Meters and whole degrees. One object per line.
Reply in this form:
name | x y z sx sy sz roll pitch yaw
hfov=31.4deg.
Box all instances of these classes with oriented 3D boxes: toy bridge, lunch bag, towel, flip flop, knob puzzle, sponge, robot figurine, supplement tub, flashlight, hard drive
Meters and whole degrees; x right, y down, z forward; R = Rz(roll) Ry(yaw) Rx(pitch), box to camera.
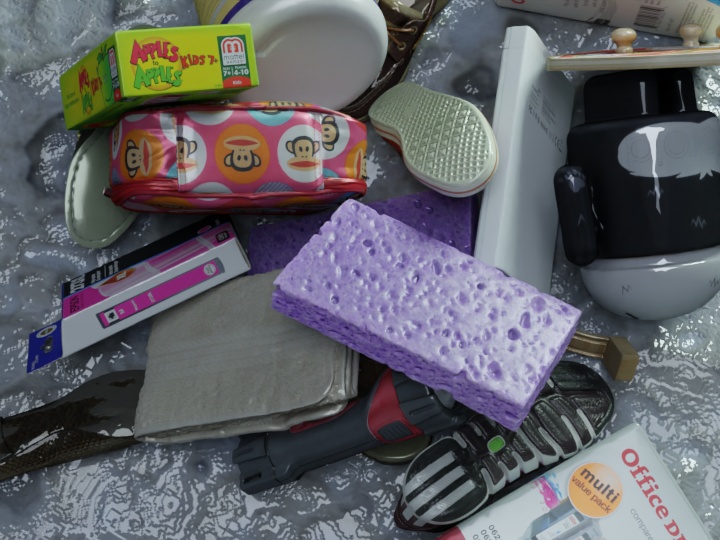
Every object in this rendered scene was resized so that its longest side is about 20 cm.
toy bridge | 0.121 0.061 1.042 0.199 0.067 0.027 2 118 -13
lunch bag | -0.105 -0.087 1.039 0.200 0.176 0.082 -1 89 -17
towel | -0.088 0.063 1.010 0.200 0.034 0.133 -11 57 27
flip flop | 0.010 0.062 1.054 0.081 0.058 0.200 -9 75 0
knob puzzle | 0.241 -0.181 1.024 0.219 0.220 0.031 -3 102 2
sponge | 0.000 0.000 1.042 0.200 0.030 0.112 -10 60 20
robot figurine | 0.230 -0.060 1.029 0.150 0.125 0.201 -6 95 6
supplement tub | -0.070 -0.239 1.073 0.145 0.146 0.200 -18 57 -2
sponge | 0.048 0.027 0.931 0.200 0.030 0.112 26 48 14
flashlight | -0.010 0.115 0.996 0.200 0.068 0.068 -23 80 33
hard drive | 0.137 -0.080 1.049 0.027 0.132 0.200 2 74 26

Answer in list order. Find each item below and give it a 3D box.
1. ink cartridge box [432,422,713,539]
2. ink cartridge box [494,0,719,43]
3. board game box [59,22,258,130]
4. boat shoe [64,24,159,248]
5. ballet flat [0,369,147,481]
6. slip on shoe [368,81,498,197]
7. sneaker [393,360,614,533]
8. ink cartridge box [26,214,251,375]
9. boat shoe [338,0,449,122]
ink cartridge box | 0.154 0.229 0.960 0.200 0.145 0.145 -30 76 -6
ink cartridge box | 0.221 -0.274 1.086 0.200 0.146 0.085 12 77 5
board game box | -0.161 -0.147 0.991 0.101 0.200 0.048 -8 92 -24
boat shoe | -0.210 -0.112 1.111 0.072 0.061 0.202 21 77 -21
ballet flat | -0.237 0.134 1.059 0.200 0.046 0.067 -18 54 -8
slip on shoe | 0.065 -0.101 1.037 0.074 0.200 0.061 -40 117 -1
sneaker | 0.102 0.144 1.012 0.200 0.116 0.076 -25 73 -26
ink cartridge box | -0.190 0.015 1.058 0.200 0.095 0.037 -28 111 -3
boat shoe | 0.026 -0.220 1.119 0.072 0.072 0.200 35 80 11
